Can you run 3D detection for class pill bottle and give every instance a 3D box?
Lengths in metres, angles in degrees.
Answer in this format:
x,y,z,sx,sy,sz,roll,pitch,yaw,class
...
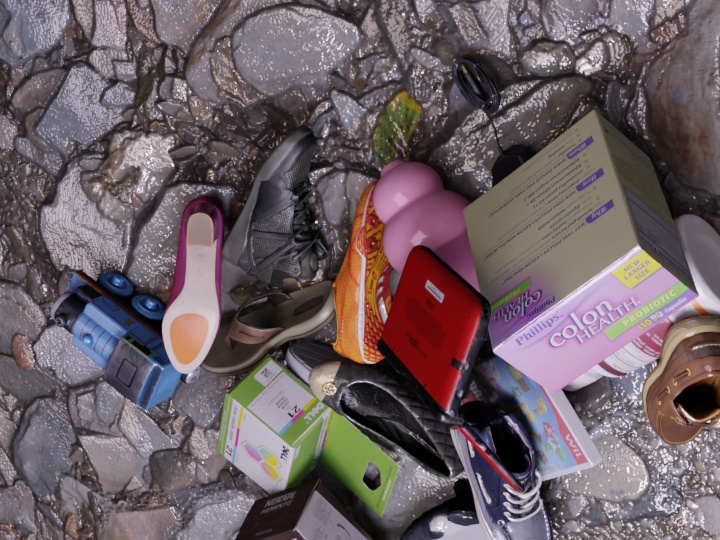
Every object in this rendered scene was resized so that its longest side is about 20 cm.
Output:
x,y,z,sx,sy,sz,roll,pitch,yaw,class
0.271,0.037,1.535,0.200,0.114,0.114,-31,88,32,pill bottle

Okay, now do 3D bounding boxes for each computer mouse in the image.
x,y,z,sx,sy,sz,roll,pitch,yaw,class
0.151,-0.134,1.606,0.059,0.034,0.201,-26,85,50,computer mouse

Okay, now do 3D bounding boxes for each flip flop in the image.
x,y,z,sx,sy,sz,roll,pitch,yaw,class
-0.109,0.057,1.762,0.200,0.081,0.058,-25,133,30,flip flop

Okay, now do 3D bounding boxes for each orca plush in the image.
x,y,z,sx,sy,sz,roll,pitch,yaw,class
0.116,0.276,1.735,0.105,0.071,0.200,26,139,-30,orca plush

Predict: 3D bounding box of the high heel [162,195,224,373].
x,y,z,sx,sy,sz,roll,pitch,yaw,class
-0.193,0.015,1.792,0.067,0.096,0.201,2,105,-2,high heel

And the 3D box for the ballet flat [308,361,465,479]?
x,y,z,sx,sy,sz,roll,pitch,yaw,class
0.031,0.158,1.667,0.199,0.057,0.067,28,116,8,ballet flat

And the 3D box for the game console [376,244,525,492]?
x,y,z,sx,sy,sz,roll,pitch,yaw,class
0.103,0.090,1.485,0.118,0.200,0.173,14,103,-21,game console

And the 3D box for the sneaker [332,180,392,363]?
x,y,z,sx,sy,sz,roll,pitch,yaw,class
0.000,0.000,1.683,0.077,0.073,0.201,7,88,46,sneaker

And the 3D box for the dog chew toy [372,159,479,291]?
x,y,z,sx,sy,sz,roll,pitch,yaw,class
0.082,-0.028,1.623,0.124,0.124,0.201,-36,77,31,dog chew toy

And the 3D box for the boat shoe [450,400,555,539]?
x,y,z,sx,sy,sz,roll,pitch,yaw,class
0.160,0.233,1.604,0.201,0.074,0.093,63,165,-6,boat shoe

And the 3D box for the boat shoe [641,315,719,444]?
x,y,z,sx,sy,sz,roll,pitch,yaw,class
0.321,0.123,1.507,0.072,0.068,0.200,-5,146,-3,boat shoe

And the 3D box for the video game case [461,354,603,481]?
x,y,z,sx,sy,sz,roll,pitch,yaw,class
0.168,0.155,1.617,0.143,0.017,0.200,59,156,3,video game case

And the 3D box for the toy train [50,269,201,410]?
x,y,z,sx,sy,sz,roll,pitch,yaw,class
-0.285,0.077,1.852,0.200,0.114,0.087,36,118,15,toy train

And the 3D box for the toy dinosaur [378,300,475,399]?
x,y,z,sx,sy,sz,roll,pitch,yaw,class
0.062,0.096,1.694,0.200,0.047,0.088,42,130,37,toy dinosaur

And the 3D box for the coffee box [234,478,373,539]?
x,y,z,sx,sy,sz,roll,pitch,yaw,class
-0.038,0.345,1.766,0.113,0.080,0.200,-23,115,39,coffee box

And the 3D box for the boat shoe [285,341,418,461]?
x,y,z,sx,sy,sz,roll,pitch,yaw,class
-0.005,0.151,1.745,0.200,0.072,0.062,30,121,17,boat shoe

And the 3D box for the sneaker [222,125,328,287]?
x,y,z,sx,sy,sz,roll,pitch,yaw,class
-0.072,-0.062,1.721,0.114,0.076,0.200,35,121,14,sneaker

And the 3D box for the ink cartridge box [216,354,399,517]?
x,y,z,sx,sy,sz,roll,pitch,yaw,class
-0.062,0.212,1.755,0.200,0.076,0.148,38,149,15,ink cartridge box

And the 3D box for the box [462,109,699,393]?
x,y,z,sx,sy,sz,roll,pitch,yaw,class
0.206,-0.019,1.474,0.176,0.200,0.097,-38,126,25,box
